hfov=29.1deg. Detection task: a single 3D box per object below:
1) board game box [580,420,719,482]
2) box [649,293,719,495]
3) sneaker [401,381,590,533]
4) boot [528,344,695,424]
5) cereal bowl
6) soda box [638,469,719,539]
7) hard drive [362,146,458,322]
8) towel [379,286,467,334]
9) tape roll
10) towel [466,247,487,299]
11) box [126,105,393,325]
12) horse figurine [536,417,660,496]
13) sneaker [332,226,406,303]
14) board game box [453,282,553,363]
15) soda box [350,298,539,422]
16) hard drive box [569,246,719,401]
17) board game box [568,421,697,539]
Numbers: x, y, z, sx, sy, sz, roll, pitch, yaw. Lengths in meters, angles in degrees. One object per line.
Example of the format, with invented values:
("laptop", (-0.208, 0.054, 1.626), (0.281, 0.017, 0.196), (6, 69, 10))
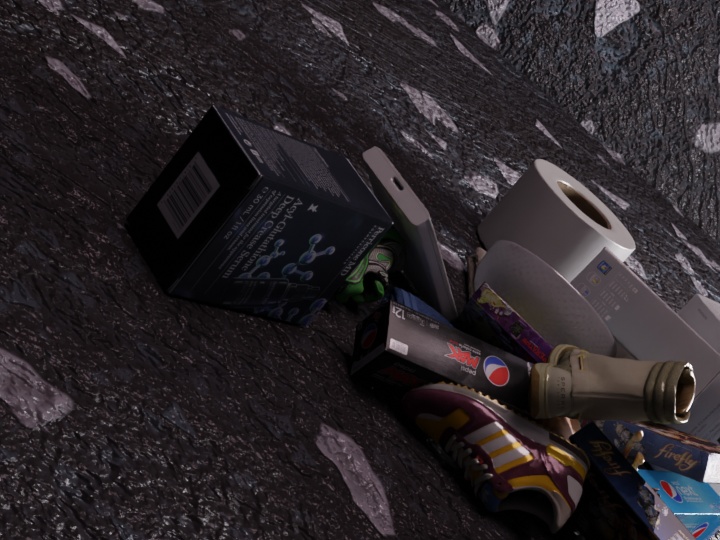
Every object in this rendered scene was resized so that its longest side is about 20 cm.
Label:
("board game box", (0.344, 0.202, 1.635), (0.199, 0.035, 0.135), (18, 3, 37))
("box", (0.457, 0.176, 1.810), (0.130, 0.199, 0.200), (18, 29, -49))
("sneaker", (0.124, 0.183, 1.363), (0.199, 0.075, 0.090), (22, 57, 9))
("boot", (0.263, 0.117, 1.410), (0.153, 0.073, 0.200), (0, 3, 19))
("cereal bowl", (0.209, 0.062, 1.672), (0.200, 0.083, 0.200), (45, -9, 9))
("soda box", (0.354, 0.277, 1.604), (0.199, 0.064, 0.068), (14, 31, -53))
("hard drive", (0.060, -0.039, 1.638), (0.132, 0.026, 0.201), (56, -8, 37))
("towel", (0.105, 0.102, 1.541), (0.199, 0.049, 0.112), (35, 18, -14))
("tape roll", (0.295, -0.050, 2.093), (0.202, 0.139, 0.203), (35, 19, -14))
("towel", (0.199, 0.049, 1.858), (0.132, 0.035, 0.200), (36, 21, -10))
("box", (-0.095, -0.047, 1.336), (0.199, 0.149, 0.107), (15, 31, -50))
("horse figurine", (0.250, 0.192, 1.541), (0.050, 0.133, 0.201), (0, 53, -43))
("sneaker", (0.000, 0.000, 1.551), (0.086, 0.078, 0.200), (60, 25, 9))
("board game box", (0.166, 0.080, 1.597), (0.120, 0.032, 0.200), (40, -10, 6))
("soda box", (0.090, 0.105, 1.421), (0.199, 0.071, 0.064), (25, 50, -23))
("hard drive box", (0.335, 0.083, 1.694), (0.200, 0.077, 0.156), (44, -10, 12))
("board game box", (0.275, 0.266, 1.400), (0.200, 0.034, 0.136), (50, -23, 27))
